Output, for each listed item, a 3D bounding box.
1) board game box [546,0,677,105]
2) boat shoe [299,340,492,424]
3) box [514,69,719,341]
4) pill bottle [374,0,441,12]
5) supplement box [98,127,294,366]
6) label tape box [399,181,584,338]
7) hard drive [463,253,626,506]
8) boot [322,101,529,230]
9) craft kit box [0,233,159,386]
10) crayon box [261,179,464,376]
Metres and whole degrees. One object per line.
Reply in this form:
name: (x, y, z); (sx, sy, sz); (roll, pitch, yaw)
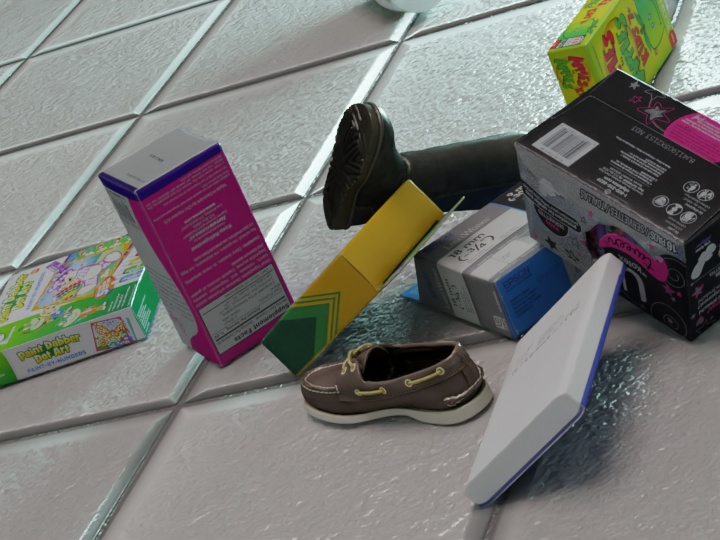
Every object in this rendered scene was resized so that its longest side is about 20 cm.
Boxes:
board game box: (0.265, -0.233, 2.099); (0.047, 0.102, 0.200); (-6, 30, 33)
boat shoe: (0.021, 0.091, 1.721); (0.199, 0.060, 0.072); (-1, 34, 43)
box: (0.243, -0.055, 1.674); (0.132, 0.115, 0.200); (-35, 45, -22)
pill bottle: (0.045, -0.406, 2.653); (0.114, 0.115, 0.200); (-27, 24, -6)
supplement box: (-0.156, -0.023, 1.956); (0.103, 0.201, 0.101); (-31, 25, -18)
label tape box: (0.128, -0.020, 1.841); (0.144, 0.064, 0.200); (-34, 26, -21)
hard drive: (0.147, 0.083, 1.583); (0.132, 0.025, 0.200); (-49, 8, 35)
boot: (0.074, -0.102, 1.863); (0.198, 0.073, 0.182); (-4, -25, -15)
craft kit box: (-0.308, 0.038, 2.176); (0.196, 0.049, 0.200); (-22, 24, 15)
crayon box: (0.000, 0.000, 1.823); (0.126, 0.052, 0.200); (-48, 2, -42)
